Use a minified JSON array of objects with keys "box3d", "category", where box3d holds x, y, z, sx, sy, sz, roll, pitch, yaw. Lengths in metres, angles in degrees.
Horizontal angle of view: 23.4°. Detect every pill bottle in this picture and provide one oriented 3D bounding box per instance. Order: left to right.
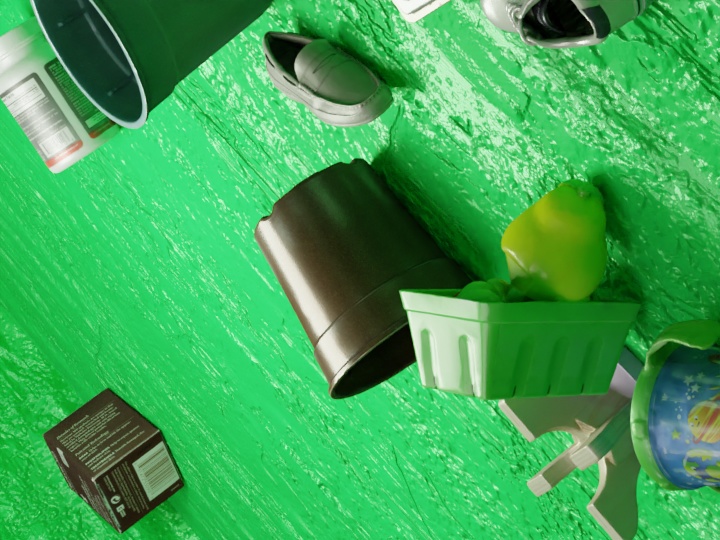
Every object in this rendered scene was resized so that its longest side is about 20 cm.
[{"box3d":[-0.439,-0.248,2.437,0.200,0.116,0.116,57,158,-9],"category":"pill bottle"}]

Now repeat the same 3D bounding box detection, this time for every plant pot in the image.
[{"box3d":[-0.212,-0.285,1.817,0.200,0.196,0.200,42,156,24],"category":"plant pot"},{"box3d":[0.000,0.000,1.859,0.198,0.200,0.200,57,160,14],"category":"plant pot"}]

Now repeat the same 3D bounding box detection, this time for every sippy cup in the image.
[{"box3d":[0.322,0.127,1.481,0.178,0.140,0.130,21,168,-39],"category":"sippy cup"}]

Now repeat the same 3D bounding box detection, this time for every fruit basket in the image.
[{"box3d":[0.155,0.014,1.587,0.155,0.216,0.216,8,132,51],"category":"fruit basket"}]

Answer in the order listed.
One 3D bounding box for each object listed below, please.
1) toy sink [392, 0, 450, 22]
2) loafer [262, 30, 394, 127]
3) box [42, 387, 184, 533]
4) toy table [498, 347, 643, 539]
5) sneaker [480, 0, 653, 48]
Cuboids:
[{"box3d":[0.063,-0.266,1.294,0.112,0.200,0.130,56,157,-6],"category":"toy sink"},{"box3d":[-0.040,-0.199,1.775,0.200,0.070,0.070,26,154,50],"category":"loafer"},{"box3d":[-0.481,0.371,3.389,0.200,0.164,0.166,30,149,44],"category":"box"},{"box3d":[0.234,0.162,1.712,0.200,0.117,0.184,45,157,16],"category":"toy table"},{"box3d":[0.145,-0.213,1.380,0.073,0.071,0.200,60,157,-17],"category":"sneaker"}]
